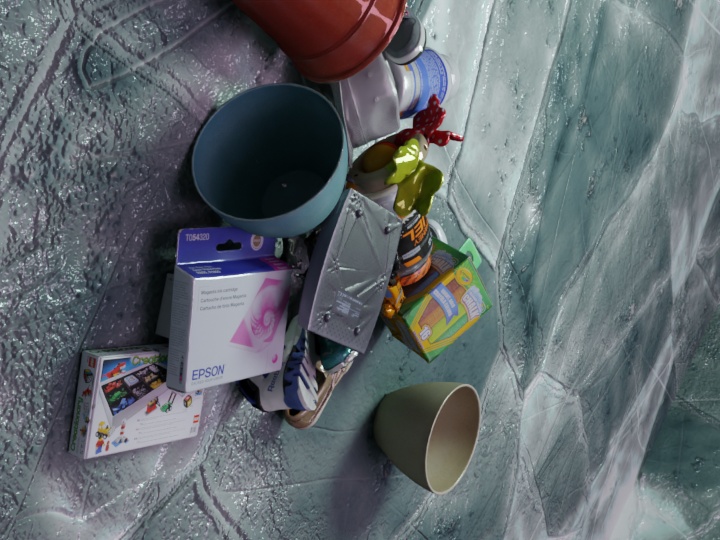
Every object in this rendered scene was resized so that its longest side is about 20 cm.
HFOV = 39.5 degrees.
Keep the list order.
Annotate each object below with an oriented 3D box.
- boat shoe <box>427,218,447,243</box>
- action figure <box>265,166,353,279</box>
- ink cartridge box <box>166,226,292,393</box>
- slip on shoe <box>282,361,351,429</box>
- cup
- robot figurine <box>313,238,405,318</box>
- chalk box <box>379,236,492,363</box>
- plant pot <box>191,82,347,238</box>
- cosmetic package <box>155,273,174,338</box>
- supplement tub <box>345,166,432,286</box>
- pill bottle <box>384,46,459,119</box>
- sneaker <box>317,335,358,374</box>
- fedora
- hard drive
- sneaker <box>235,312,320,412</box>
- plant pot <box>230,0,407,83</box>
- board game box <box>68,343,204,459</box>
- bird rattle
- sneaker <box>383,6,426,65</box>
[{"bbox_3d":[0.113,0.009,1.790,0.057,0.068,0.201,-28,126,-49],"label":"boat shoe"},{"bbox_3d":[-0.077,-0.086,1.418,0.102,0.118,0.201,-19,122,-59],"label":"action figure"},{"bbox_3d":[-0.164,0.045,1.300,0.196,0.043,0.201,-8,108,-56],"label":"ink cartridge box"},{"bbox_3d":[-0.064,0.148,1.555,0.201,0.076,0.061,-61,161,-11],"label":"slip on shoe"},{"bbox_3d":[0.109,0.285,1.808,0.200,0.143,0.202,-25,121,-51],"label":"cup"},{"bbox_3d":[0.000,0.000,1.545,0.058,0.144,0.200,-66,155,-20],"label":"robot figurine"},{"bbox_3d":[0.133,0.032,1.700,0.200,0.124,0.125,-41,127,-11],"label":"chalk box"},{"bbox_3d":[-0.102,-0.121,1.304,0.201,0.199,0.135,-65,157,-19],"label":"plant pot"},{"bbox_3d":[-0.185,0.055,1.354,0.200,0.050,0.083,10,90,-57],"label":"cosmetic package"},{"bbox_3d":[0.045,-0.077,1.601,0.123,0.122,0.201,-55,142,-31],"label":"supplement tub"},{"bbox_3d":[0.074,-0.295,1.577,0.200,0.112,0.113,-19,117,-53],"label":"pill bottle"},{"bbox_3d":[-0.048,0.078,1.481,0.077,0.200,0.080,-37,120,14],"label":"sneaker"},{"bbox_3d":[0.006,-0.254,1.433,0.177,0.090,0.201,-81,158,-79],"label":"fedora"},{"bbox_3d":[-0.016,0.001,1.377,0.135,0.042,0.201,27,76,-46],"label":"hard drive"},{"bbox_3d":[-0.121,0.137,1.461,0.200,0.114,0.081,-84,156,-59],"label":"sneaker"},{"bbox_3d":[-0.076,-0.369,1.261,0.195,0.200,0.202,26,79,-49],"label":"plant pot"},{"bbox_3d":[-0.274,0.159,1.269,0.200,0.034,0.127,1,101,-57],"label":"board game box"},{"bbox_3d":[0.054,-0.174,1.480,0.113,0.162,0.201,55,33,-35],"label":"bird rattle"},{"bbox_3d":[0.029,-0.394,1.443,0.121,0.083,0.201,38,26,-47],"label":"sneaker"}]
